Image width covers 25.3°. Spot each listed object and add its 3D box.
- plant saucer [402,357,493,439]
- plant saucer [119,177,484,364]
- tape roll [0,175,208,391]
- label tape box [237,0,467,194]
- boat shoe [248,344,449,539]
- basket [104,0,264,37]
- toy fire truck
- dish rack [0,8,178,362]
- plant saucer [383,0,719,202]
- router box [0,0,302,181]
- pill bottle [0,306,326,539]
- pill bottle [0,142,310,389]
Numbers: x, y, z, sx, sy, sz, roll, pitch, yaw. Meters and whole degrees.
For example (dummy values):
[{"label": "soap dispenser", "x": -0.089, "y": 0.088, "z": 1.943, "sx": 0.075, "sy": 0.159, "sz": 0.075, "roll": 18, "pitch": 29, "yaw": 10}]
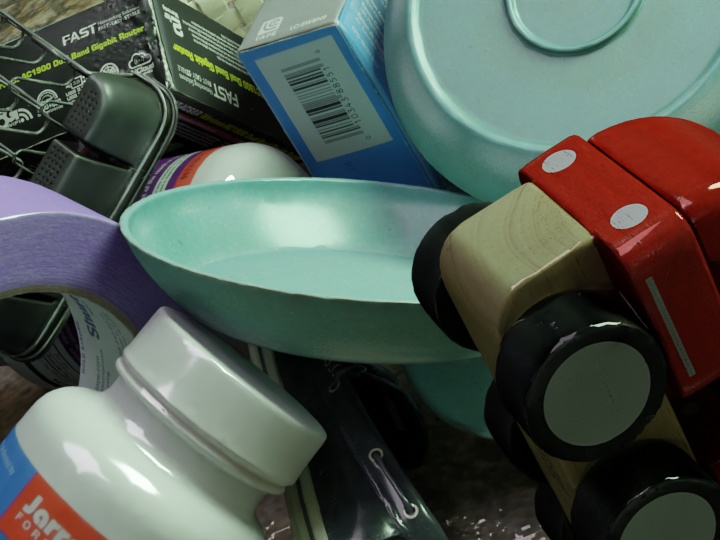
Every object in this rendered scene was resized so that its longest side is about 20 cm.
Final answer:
[{"label": "plant saucer", "x": 0.115, "y": 0.013, "z": 0.696, "sx": 0.201, "sy": 0.039, "sz": 0.201, "roll": -21, "pitch": 33, "yaw": 15}, {"label": "plant saucer", "x": 0.000, "y": 0.000, "z": 0.665, "sx": 0.199, "sy": 0.036, "sz": 0.200, "roll": 4, "pitch": 16, "yaw": -1}, {"label": "tape roll", "x": -0.161, "y": 0.063, "z": 0.687, "sx": 0.200, "sy": 0.200, "sz": 0.066, "roll": -44, "pitch": 40, "yaw": -21}, {"label": "label tape box", "x": 0.021, "y": -0.122, "z": 0.864, "sx": 0.063, "sy": 0.144, "sz": 0.200, "roll": -14, "pitch": 34, "yaw": 28}, {"label": "boat shoe", "x": -0.004, "y": 0.068, "z": 0.687, "sx": 0.062, "sy": 0.075, "sz": 0.200, "roll": -25, "pitch": 38, "yaw": 5}, {"label": "basket", "x": -0.115, "y": -0.237, "z": 1.123, "sx": 0.176, "sy": 0.139, "sz": 0.200, "roll": -30, "pitch": 62, "yaw": 0}, {"label": "toy fire truck", "x": 0.147, "y": 0.025, "z": 0.522, "sx": 0.200, "sy": 0.176, "sz": 0.129, "roll": -32, "pitch": 31, "yaw": -5}, {"label": "dish rack", "x": -0.202, "y": -0.068, "z": 0.788, "sx": 0.200, "sy": 0.055, "sz": 0.154, "roll": 35, "pitch": 97, "yaw": 25}, {"label": "plant saucer", "x": 0.098, "y": -0.122, "z": 0.714, "sx": 0.200, "sy": 0.027, "sz": 0.201, "roll": -8, "pitch": 71, "yaw": 23}, {"label": "router box", "x": -0.131, "y": -0.083, "z": 0.900, "sx": 0.149, "sy": 0.200, "sz": 0.062, "roll": -18, "pitch": 78, "yaw": 17}, {"label": "pill bottle", "x": -0.106, "y": 0.116, "z": 0.614, "sx": 0.200, "sy": 0.112, "sz": 0.112, "roll": -53, "pitch": 33, "yaw": 1}, {"label": "pill bottle", "x": -0.119, "y": 0.002, "z": 0.833, "sx": 0.200, "sy": 0.113, "sz": 0.113, "roll": -8, "pitch": 38, "yaw": 32}]
